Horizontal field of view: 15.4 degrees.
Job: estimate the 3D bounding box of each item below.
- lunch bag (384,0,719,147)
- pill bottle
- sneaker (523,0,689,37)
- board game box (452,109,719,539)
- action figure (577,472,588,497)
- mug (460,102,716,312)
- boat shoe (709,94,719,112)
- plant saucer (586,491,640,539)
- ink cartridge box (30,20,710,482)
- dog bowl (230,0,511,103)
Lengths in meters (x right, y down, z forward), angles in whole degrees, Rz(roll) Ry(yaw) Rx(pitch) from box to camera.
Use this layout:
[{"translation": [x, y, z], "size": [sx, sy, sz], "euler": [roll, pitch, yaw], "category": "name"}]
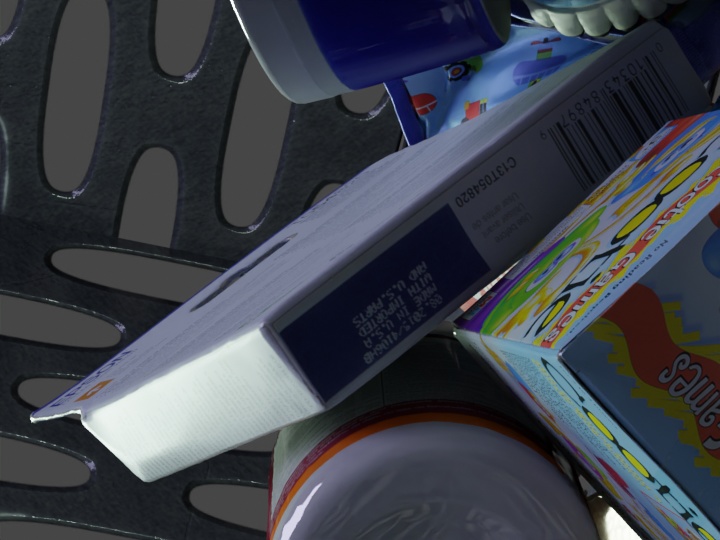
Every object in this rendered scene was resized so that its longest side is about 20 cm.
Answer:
[{"translation": [0.111, -0.116, 1.014], "size": [0.200, 0.094, 0.151], "euler": [2, 41, 51], "category": "lunch bag"}, {"translation": [0.022, 0.082, 0.918], "size": [0.200, 0.109, 0.110], "euler": [-96, 17, -78], "category": "pill bottle"}, {"translation": [0.123, -0.142, 0.879], "size": [0.090, 0.200, 0.079], "euler": [46, -142, -39], "category": "sneaker"}, {"translation": [0.108, 0.022, 0.757], "size": [0.103, 0.105, 0.200], "euler": [-43, 4, -4], "category": "board game box"}, {"translation": [0.070, 0.054, 1.250], "size": [0.200, 0.130, 0.069], "euler": [-51, 5, 2], "category": "action figure"}, {"translation": [0.122, -0.004, 1.111], "size": [0.133, 0.178, 0.200], "euler": [-43, 7, -3], "category": "mug"}, {"translation": [0.152, -0.029, 0.889], "size": [0.200, 0.068, 0.084], "euler": [112, 167, -57], "category": "boat shoe"}, {"translation": [0.051, 0.163, 0.919], "size": [0.201, 0.037, 0.200], "euler": [-50, 9, 11], "category": "plant saucer"}, {"translation": [0.000, 0.000, 0.942], "size": [0.199, 0.041, 0.200], "euler": [-38, 8, -30], "category": "ink cartridge box"}, {"translation": [-0.009, -0.164, 0.918], "size": [0.200, 0.079, 0.201], "euler": [-14, -90, -80], "category": "dog bowl"}]
